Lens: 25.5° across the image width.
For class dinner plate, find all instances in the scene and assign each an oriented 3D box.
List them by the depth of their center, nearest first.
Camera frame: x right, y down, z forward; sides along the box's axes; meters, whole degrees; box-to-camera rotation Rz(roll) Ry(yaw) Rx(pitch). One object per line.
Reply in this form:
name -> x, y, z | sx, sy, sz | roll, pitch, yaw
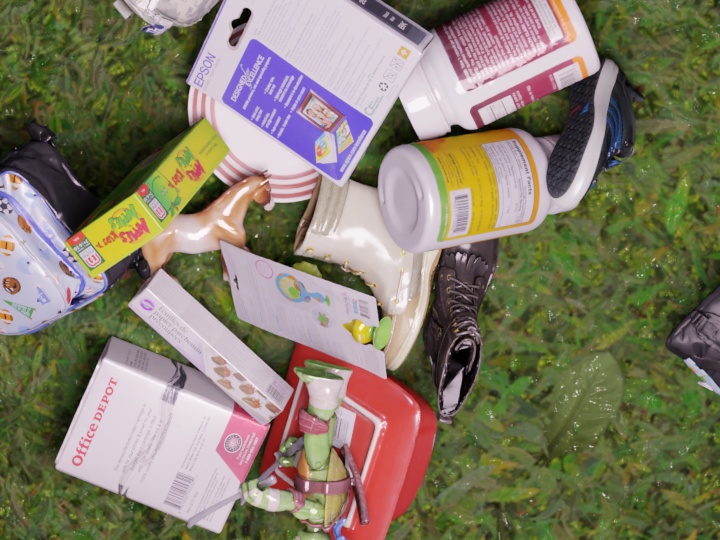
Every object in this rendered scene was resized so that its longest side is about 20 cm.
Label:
dinner plate -> -0.083, -0.172, 1.693 | 0.199, 0.024, 0.201 | 0, 107, 0

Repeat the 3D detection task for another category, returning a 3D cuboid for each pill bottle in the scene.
pill bottle -> 0.134, -0.215, 1.636 | 0.199, 0.114, 0.115 | -24, 106, 6
pill bottle -> 0.128, -0.087, 1.650 | 0.199, 0.111, 0.112 | -11, 109, -26

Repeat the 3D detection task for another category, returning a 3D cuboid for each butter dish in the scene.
butter dish -> 0.011, 0.187, 1.745 | 0.147, 0.200, 0.200 | -2, 114, -45

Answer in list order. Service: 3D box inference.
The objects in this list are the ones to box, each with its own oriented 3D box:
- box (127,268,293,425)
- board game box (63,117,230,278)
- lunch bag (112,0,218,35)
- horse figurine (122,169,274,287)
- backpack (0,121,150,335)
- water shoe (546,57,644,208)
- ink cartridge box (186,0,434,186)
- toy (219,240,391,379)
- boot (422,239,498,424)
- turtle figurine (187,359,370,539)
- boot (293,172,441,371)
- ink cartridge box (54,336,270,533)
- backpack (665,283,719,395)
box -> -0.159, 0.083, 1.704 | 0.200, 0.041, 0.039 | 43, 128, -12
board game box -> -0.213, -0.077, 1.615 | 0.101, 0.200, 0.048 | -32, 104, 28
lunch bag -> -0.167, -0.339, 1.565 | 0.139, 0.168, 0.200 | 39, 103, -11
horse figurine -> -0.181, -0.026, 1.711 | 0.199, 0.050, 0.133 | -10, 124, 2
backpack -> -0.354, -0.019, 1.659 | 0.190, 0.154, 0.200 | -27, 104, 42
water shoe -> 0.250, -0.134, 1.630 | 0.079, 0.201, 0.071 | 34, 143, -19
ink cartridge box -> -0.054, -0.211, 1.597 | 0.200, 0.043, 0.198 | 33, 132, 0
toy -> -0.051, 0.031, 1.673 | 0.199, 0.047, 0.115 | 23, 140, 31
boot -> 0.111, 0.044, 1.682 | 0.069, 0.174, 0.201 | 9, 107, -4
turtle figurine -> -0.082, 0.188, 1.637 | 0.200, 0.144, 0.195 | 17, 97, 39
boot -> 0.000, 0.000, 1.710 | 0.154, 0.072, 0.201 | 11, 100, -15
ink cartridge box -> -0.218, 0.181, 1.764 | 0.199, 0.084, 0.145 | 23, 105, -9
backpack -> 0.454, 0.093, 1.732 | 0.200, 0.154, 0.163 | 45, 99, 9
